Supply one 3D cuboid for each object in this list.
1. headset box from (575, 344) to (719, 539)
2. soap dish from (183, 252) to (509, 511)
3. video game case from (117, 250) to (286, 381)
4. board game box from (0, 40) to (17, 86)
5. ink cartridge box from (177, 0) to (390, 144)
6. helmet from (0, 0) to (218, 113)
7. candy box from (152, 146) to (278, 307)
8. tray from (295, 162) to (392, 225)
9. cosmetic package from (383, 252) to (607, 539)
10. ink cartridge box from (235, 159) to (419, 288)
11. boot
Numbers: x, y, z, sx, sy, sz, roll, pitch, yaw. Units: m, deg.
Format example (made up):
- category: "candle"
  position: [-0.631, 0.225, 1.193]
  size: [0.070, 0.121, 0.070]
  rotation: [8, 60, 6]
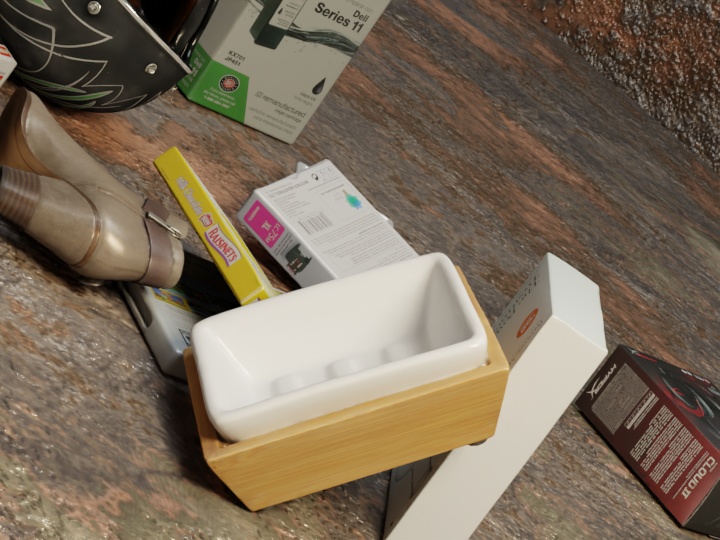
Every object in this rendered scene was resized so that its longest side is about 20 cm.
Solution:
- category: "headset box"
  position: [0.310, 0.168, 2.003]
  size: [0.148, 0.075, 0.200]
  rotation: [21, 21, -42]
- category: "soap dish"
  position: [-0.010, 0.072, 1.449]
  size: [0.158, 0.199, 0.082]
  rotation: [-113, -174, -63]
- category: "video game case"
  position: [-0.088, 0.048, 1.632]
  size: [0.199, 0.023, 0.182]
  rotation: [23, 20, -35]
- category: "board game box"
  position: [-0.375, -0.212, 1.740]
  size: [0.200, 0.035, 0.126]
  rotation: [13, 34, -54]
- category: "ink cartridge box"
  position: [-0.078, -0.243, 2.159]
  size: [0.146, 0.200, 0.083]
  rotation: [21, 21, -40]
- category: "helmet"
  position: [-0.220, -0.228, 1.846]
  size: [0.199, 0.192, 0.200]
  rotation: [19, -18, 6]
- category: "candy box"
  position: [-0.090, -0.004, 1.620]
  size: [0.102, 0.026, 0.200]
  rotation: [59, -3, -40]
- category: "tray"
  position: [-0.021, -0.035, 1.980]
  size: [0.107, 0.022, 0.200]
  rotation: [34, 16, -10]
- category: "cosmetic package"
  position: [0.092, 0.098, 1.528]
  size: [0.052, 0.200, 0.151]
  rotation: [33, 15, -8]
- category: "ink cartridge box"
  position: [0.000, 0.000, 1.844]
  size: [0.200, 0.042, 0.119]
  rotation: [45, 33, 13]
- category: "boot"
  position: [-0.194, -0.053, 1.593]
  size: [0.146, 0.070, 0.200]
  rotation: [24, 25, -17]
